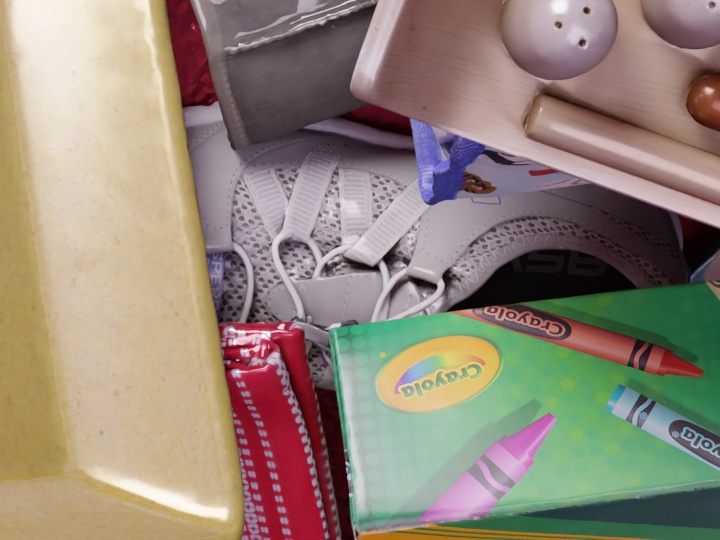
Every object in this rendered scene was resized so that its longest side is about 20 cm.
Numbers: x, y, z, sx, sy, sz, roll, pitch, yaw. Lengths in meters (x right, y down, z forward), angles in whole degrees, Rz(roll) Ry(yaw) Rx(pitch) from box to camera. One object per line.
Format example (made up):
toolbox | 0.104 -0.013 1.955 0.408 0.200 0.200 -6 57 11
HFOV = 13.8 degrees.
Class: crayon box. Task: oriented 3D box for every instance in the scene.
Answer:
crayon box | 0.057 0.072 0.813 0.118 0.058 0.200 -7 155 0

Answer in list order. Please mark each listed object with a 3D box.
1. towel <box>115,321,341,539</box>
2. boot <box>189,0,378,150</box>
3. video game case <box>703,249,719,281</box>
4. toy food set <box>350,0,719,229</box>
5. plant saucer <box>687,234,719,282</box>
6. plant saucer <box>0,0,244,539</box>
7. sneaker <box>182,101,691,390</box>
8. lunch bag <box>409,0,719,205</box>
towel | -0.104 0.079 0.826 0.199 0.023 0.145 -3 125 9
boot | 0.057 -0.073 0.795 0.200 0.073 0.182 -24 106 -8
video game case | 0.199 -0.034 0.749 0.143 0.018 0.200 39 106 17
toy food set | 0.114 -0.070 0.614 0.200 0.060 0.144 20 92 -6
plant saucer | 0.147 -0.009 0.883 0.200 0.019 0.070 -43 119 9
plant saucer | -0.122 -0.020 0.704 0.048 0.201 0.200 -15 170 36
sneaker | 0.000 0.000 0.813 0.199 0.082 0.075 -5 118 -11
lunch bag | 0.081 -0.129 0.699 0.170 0.124 0.201 -7 85 -5
